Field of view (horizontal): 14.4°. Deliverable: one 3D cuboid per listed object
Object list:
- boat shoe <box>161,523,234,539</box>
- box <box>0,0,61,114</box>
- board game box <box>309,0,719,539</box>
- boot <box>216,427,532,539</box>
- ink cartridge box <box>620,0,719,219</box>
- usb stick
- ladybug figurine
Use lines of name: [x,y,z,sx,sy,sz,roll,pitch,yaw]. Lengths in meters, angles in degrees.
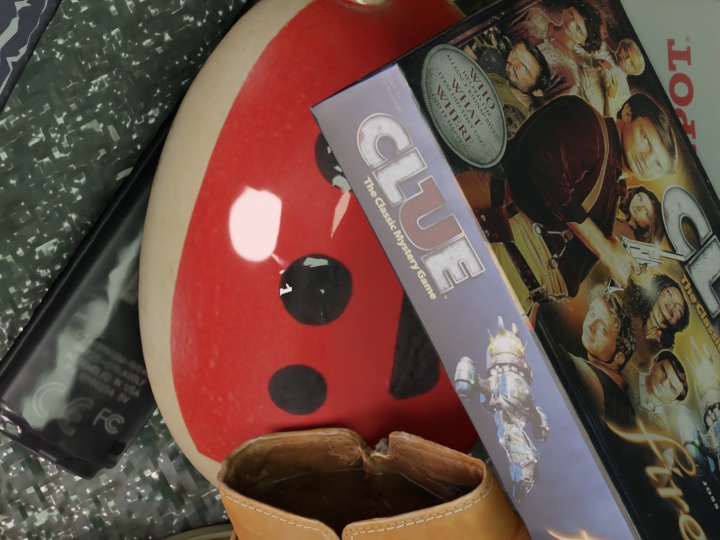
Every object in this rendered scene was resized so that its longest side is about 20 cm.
boat shoe: [-0.075,0.130,0.939,0.198,0.069,0.074,-5,106,-10]
box: [-0.212,-0.063,0.814,0.196,0.117,0.201,30,84,-17]
board game box: [0.074,0.017,0.835,0.034,0.135,0.201,-24,96,34]
boot: [0.055,0.117,0.871,0.198,0.074,0.156,-3,127,15]
ink cartridge box: [0.185,-0.023,0.885,0.083,0.199,0.146,-26,116,-51]
usb stick: [-0.049,-0.024,0.922,0.055,0.033,0.201,32,97,-26]
ladybug figurine: [0.000,0.000,0.895,0.135,0.072,0.201,-16,124,-25]
